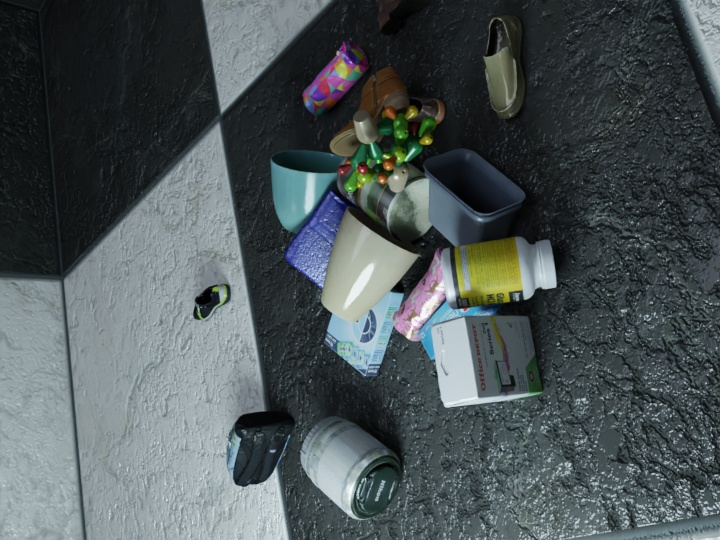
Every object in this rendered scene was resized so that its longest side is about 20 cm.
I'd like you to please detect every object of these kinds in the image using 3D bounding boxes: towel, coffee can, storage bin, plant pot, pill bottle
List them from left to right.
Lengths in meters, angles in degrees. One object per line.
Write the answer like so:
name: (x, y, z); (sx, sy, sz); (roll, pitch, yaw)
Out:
plant pot: (-0.120, -0.180, 1.790); (0.199, 0.197, 0.165); (29, 121, 45)
towel: (-0.067, -0.068, 1.724); (0.147, 0.050, 0.201); (38, 106, -5)
plant pot: (0.000, 0.000, 1.609); (0.187, 0.185, 0.203); (41, 105, 41)
coffee can: (0.060, -0.174, 1.614); (0.200, 0.144, 0.149); (42, 117, 41)
storage bin: (0.217, -0.124, 1.459); (0.200, 0.143, 0.136); (48, 148, 38)
pill bottle: (0.250, 0.002, 1.361); (0.195, 0.112, 0.115); (-9, 78, 12)

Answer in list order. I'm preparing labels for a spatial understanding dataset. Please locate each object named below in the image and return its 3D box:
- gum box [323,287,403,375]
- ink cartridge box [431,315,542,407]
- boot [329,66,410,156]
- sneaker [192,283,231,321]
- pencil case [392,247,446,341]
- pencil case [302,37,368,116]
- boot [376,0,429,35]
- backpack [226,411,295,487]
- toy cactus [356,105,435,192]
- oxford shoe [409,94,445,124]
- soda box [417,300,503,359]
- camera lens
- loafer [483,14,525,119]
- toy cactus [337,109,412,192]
gum box: (0.004, 0.111, 1.729); (0.169, 0.044, 0.204); (32, 110, 45)
ink cartridge box: (0.230, 0.161, 1.358); (0.083, 0.197, 0.149); (-21, 72, 44)
boot: (0.015, -0.341, 1.608); (0.197, 0.074, 0.157); (-25, 49, 13)
sneaker: (-0.461, 0.087, 2.223); (0.199, 0.082, 0.073); (-37, 60, 40)
pencil case: (0.141, 0.052, 1.554); (0.083, 0.086, 0.202); (42, 118, 19)
pencil case: (-0.064, -0.465, 1.824); (0.200, 0.087, 0.090); (-42, 58, 39)
boot: (0.084, -0.668, 1.696); (0.185, 0.063, 0.205); (-31, 60, 40)
backpack: (-0.275, 0.464, 1.948); (0.153, 0.160, 0.205); (33, 118, 53)
toy cactus: (0.062, -0.214, 1.427); (0.101, 0.201, 0.166); (31, 154, 19)
oxford shoe: (0.093, -0.357, 1.646); (0.198, 0.072, 0.073); (10, 93, 48)
soda box: (0.202, 0.090, 1.495); (0.201, 0.063, 0.069); (-52, 53, 32)
camera lens: (-0.019, 0.430, 1.645); (0.198, 0.158, 0.164); (26, 106, 46)
loafer: (0.271, -0.396, 1.453); (0.075, 0.066, 0.206); (-8, 81, 47)
toy cactus: (0.021, -0.256, 1.483); (0.199, 0.166, 0.102); (-42, 56, -8)
